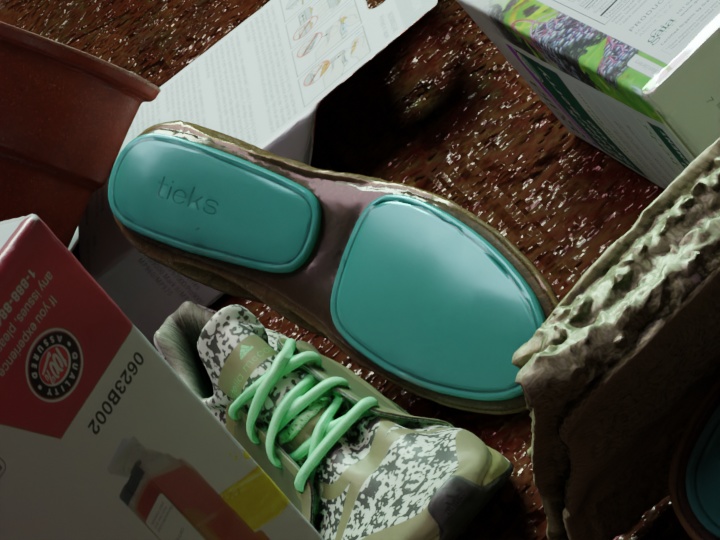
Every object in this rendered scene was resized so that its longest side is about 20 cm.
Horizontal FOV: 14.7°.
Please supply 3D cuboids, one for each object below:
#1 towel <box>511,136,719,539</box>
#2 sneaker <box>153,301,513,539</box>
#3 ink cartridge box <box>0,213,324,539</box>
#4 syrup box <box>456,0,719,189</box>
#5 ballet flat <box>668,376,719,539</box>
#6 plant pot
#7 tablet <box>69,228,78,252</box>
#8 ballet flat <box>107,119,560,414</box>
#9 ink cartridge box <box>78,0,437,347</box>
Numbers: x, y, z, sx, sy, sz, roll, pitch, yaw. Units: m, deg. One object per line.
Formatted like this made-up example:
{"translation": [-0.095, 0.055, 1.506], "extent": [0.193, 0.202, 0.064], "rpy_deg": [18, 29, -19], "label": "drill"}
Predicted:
{"translation": [0.121, -0.006, 0.797], "extent": [0.200, 0.036, 0.148], "rpy_deg": [-44, -20, -9], "label": "towel"}
{"translation": [-0.023, 0.055, 0.952], "extent": [0.077, 0.089, 0.200], "rpy_deg": [-47, 23, -14], "label": "sneaker"}
{"translation": [-0.092, 0.106, 0.831], "extent": [0.083, 0.200, 0.145], "rpy_deg": [-11, 37, 46], "label": "ink cartridge box"}
{"translation": [0.112, -0.081, 0.987], "extent": [0.081, 0.079, 0.200], "rpy_deg": [-44, 23, -3], "label": "syrup box"}
{"translation": [0.170, 0.012, 0.775], "extent": [0.200, 0.069, 0.063], "rpy_deg": [-39, -5, 2], "label": "ballet flat"}
{"translation": [-0.210, -0.017, 1.205], "extent": [0.201, 0.200, 0.196], "rpy_deg": [17, 89, 64], "label": "plant pot"}
{"translation": [-0.209, 0.054, 1.354], "extent": [0.130, 0.014, 0.200], "rpy_deg": [-21, 30, 41], "label": "tablet"}
{"translation": [0.000, 0.000, 1.010], "extent": [0.199, 0.072, 0.068], "rpy_deg": [20, 90, 28], "label": "ballet flat"}
{"translation": [-0.041, -0.066, 1.255], "extent": [0.200, 0.057, 0.163], "rpy_deg": [-34, 23, 9], "label": "ink cartridge box"}
